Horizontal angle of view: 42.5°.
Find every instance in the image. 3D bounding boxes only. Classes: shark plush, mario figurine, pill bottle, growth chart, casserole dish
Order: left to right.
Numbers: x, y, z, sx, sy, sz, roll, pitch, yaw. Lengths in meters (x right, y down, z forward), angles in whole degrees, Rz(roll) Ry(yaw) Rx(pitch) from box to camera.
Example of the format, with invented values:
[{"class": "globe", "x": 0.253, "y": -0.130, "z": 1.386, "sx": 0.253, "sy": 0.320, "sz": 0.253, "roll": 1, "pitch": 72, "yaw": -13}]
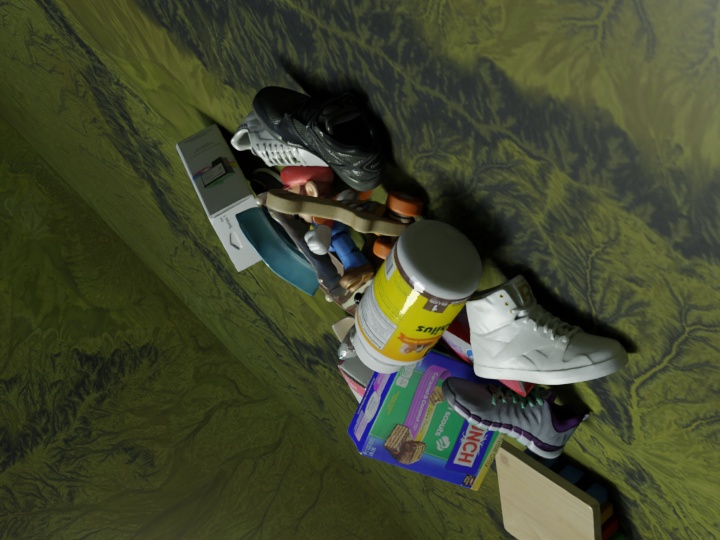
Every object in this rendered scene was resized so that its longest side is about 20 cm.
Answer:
[{"class": "casserole dish", "x": -0.113, "y": -0.032, "z": 1.370, "sx": 0.122, "sy": 0.039, "sz": 0.200, "roll": 55, "pitch": -173, "yaw": 26}, {"class": "growth chart", "x": -0.081, "y": -0.041, "z": 1.351, "sx": 0.201, "sy": 0.018, "sz": 0.145, "roll": 53, "pitch": -168, "yaw": 7}, {"class": "mario figurine", "x": -0.062, "y": -0.058, "z": 1.308, "sx": 0.202, "sy": 0.105, "sz": 0.124, "roll": 59, "pitch": 148, "yaw": 11}, {"class": "shark plush", "x": 0.025, "y": 0.069, "z": 1.374, "sx": 0.090, "sy": 0.084, "sz": 0.200, "roll": 34, "pitch": -156, "yaw": 1}, {"class": "pill bottle", "x": 0.061, "y": 0.040, "z": 1.127, "sx": 0.109, "sy": 0.109, "sz": 0.201, "roll": 42, "pitch": 137, "yaw": 11}]

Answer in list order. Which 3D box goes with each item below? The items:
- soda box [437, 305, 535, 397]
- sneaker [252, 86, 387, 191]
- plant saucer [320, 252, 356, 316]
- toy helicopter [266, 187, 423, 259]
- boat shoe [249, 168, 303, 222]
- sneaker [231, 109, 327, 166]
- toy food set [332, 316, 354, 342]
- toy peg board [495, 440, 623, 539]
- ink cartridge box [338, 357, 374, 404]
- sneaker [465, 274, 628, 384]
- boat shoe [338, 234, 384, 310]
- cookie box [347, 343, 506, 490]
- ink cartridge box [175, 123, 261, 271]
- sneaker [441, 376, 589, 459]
[{"class": "soda box", "x": 0.156, "y": 0.083, "z": 1.225, "sx": 0.199, "sy": 0.070, "sz": 0.064, "roll": 31, "pitch": 160, "yaw": 43}, {"class": "sneaker", "x": -0.052, "y": -0.187, "z": 1.124, "sx": 0.198, "sy": 0.076, "sz": 0.115, "roll": 37, "pitch": 159, "yaw": 20}, {"class": "plant saucer", "x": -0.042, "y": 0.000, "z": 1.584, "sx": 0.200, "sy": 0.034, "sz": 0.201, "roll": 41, "pitch": 161, "yaw": 17}, {"class": "toy helicopter", "x": -0.026, "y": -0.080, "z": 1.168, "sx": 0.197, "sy": 0.080, "sz": 0.132, "roll": 8, "pitch": -161, "yaw": -22}, {"class": "boat shoe", "x": -0.128, "y": -0.105, "z": 1.507, "sx": 0.199, "sy": 0.060, "sz": 0.074, "roll": 33, "pitch": 160, "yaw": 38}, {"class": "sneaker", "x": -0.096, "y": -0.171, "z": 1.253, "sx": 0.199, "sy": 0.080, "sz": 0.077, "roll": 26, "pitch": 153, "yaw": 46}, {"class": "toy food set", "x": 0.037, "y": 0.179, "z": 1.748, "sx": 0.199, "sy": 0.060, "sz": 0.144, "roll": 29, "pitch": 156, "yaw": 46}, {"class": "toy peg board", "x": 0.323, "y": 0.366, "z": 1.466, "sx": 0.199, "sy": 0.097, "sz": 0.202, "roll": 28, "pitch": 140, "yaw": 45}, {"class": "ink cartridge box", "x": 0.066, "y": 0.188, "z": 1.548, "sx": 0.082, "sy": 0.146, "sz": 0.201, "roll": 31, "pitch": 157, "yaw": 41}, {"class": "sneaker", "x": 0.203, "y": 0.063, "z": 1.060, "sx": 0.198, "sy": 0.073, "sz": 0.118, "roll": -4, "pitch": 105, "yaw": 41}, {"class": "boat shoe", "x": 0.004, "y": -0.004, "z": 1.407, "sx": 0.075, "sy": 0.075, "sz": 0.202, "roll": 49, "pitch": 150, "yaw": 1}, {"class": "cookie box", "x": 0.108, "y": 0.195, "z": 1.292, "sx": 0.197, "sy": 0.173, "sz": 0.075, "roll": 21, "pitch": -169, "yaw": -22}, {"class": "ink cartridge box", "x": -0.224, "y": -0.123, "z": 1.559, "sx": 0.201, "sy": 0.083, "sz": 0.146, "roll": 60, "pitch": 174, "yaw": 39}, {"class": "sneaker", "x": 0.203, "y": 0.170, "z": 1.217, "sx": 0.198, "sy": 0.088, "sz": 0.075, "roll": 26, "pitch": -152, "yaw": -19}]
